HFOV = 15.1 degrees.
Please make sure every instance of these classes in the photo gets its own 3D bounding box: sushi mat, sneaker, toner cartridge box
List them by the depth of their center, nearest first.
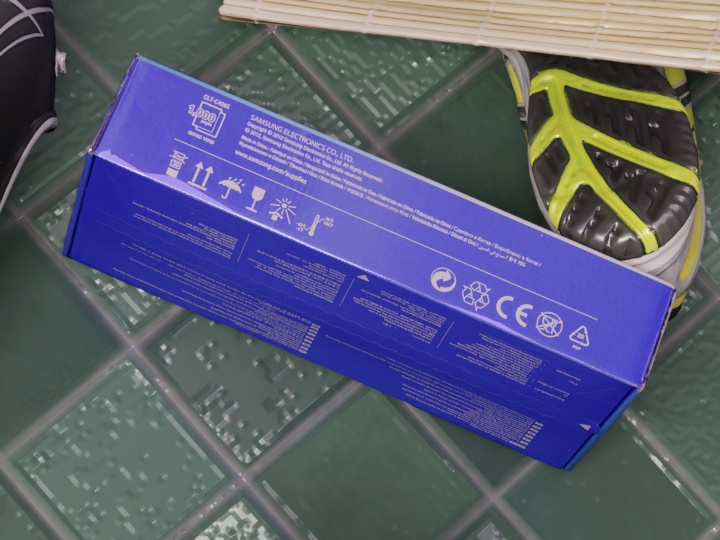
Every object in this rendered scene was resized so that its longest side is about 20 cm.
[{"bbox_3d":[0.000,0.000,0.939,0.200,0.095,0.043,23,67,-3],"label":"toner cartridge box"},{"bbox_3d":[0.054,-0.115,0.986,0.199,0.012,0.096,8,52,16],"label":"sushi mat"},{"bbox_3d":[0.085,-0.066,0.999,0.075,0.077,0.200,-6,51,7],"label":"sneaker"}]

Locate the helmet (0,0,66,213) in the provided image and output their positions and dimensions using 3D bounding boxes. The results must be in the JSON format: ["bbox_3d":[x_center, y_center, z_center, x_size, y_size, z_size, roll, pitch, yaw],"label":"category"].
[{"bbox_3d":[-0.195,-0.072,0.871,0.200,0.200,0.191,26,69,-1],"label":"helmet"}]
